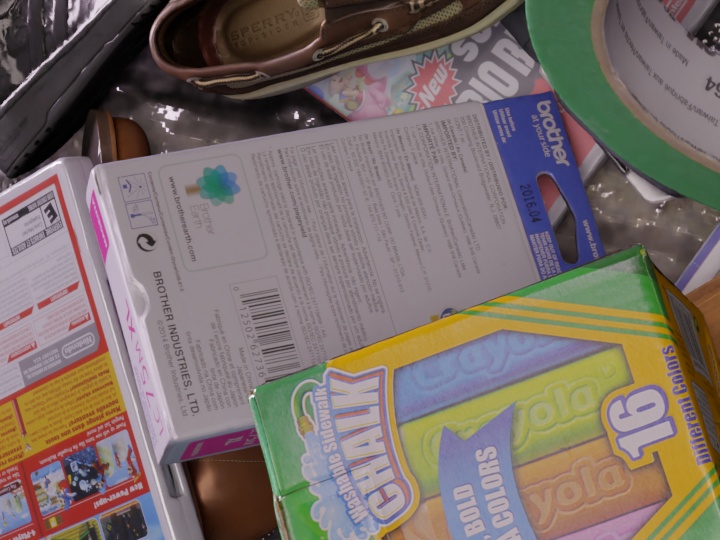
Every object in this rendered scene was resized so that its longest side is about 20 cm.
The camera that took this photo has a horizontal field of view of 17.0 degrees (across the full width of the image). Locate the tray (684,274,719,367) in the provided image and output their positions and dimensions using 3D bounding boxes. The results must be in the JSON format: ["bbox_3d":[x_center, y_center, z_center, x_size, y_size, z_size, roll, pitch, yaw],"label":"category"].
[{"bbox_3d":[0.100,0.085,0.951,0.200,0.037,0.099,-30,71,8],"label":"tray"}]

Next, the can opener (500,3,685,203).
[{"bbox_3d":[0.079,-0.113,0.988,0.053,0.067,0.200,-40,82,8],"label":"can opener"}]

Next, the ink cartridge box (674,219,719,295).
[{"bbox_3d":[0.223,0.045,0.988,0.200,0.039,0.100,37,97,9],"label":"ink cartridge box"}]

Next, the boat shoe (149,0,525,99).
[{"bbox_3d":[-0.001,-0.118,0.968,0.202,0.075,0.075,-27,77,33],"label":"boat shoe"}]

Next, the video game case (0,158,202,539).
[{"bbox_3d":[-0.135,0.070,1.025,0.143,0.017,0.201,-25,78,41],"label":"video game case"}]

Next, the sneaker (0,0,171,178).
[{"bbox_3d":[-0.144,-0.119,1.050,0.104,0.060,0.200,47,113,6],"label":"sneaker"}]

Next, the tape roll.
[{"bbox_3d":[0.160,-0.088,0.862,0.200,0.201,0.048,16,60,12],"label":"tape roll"}]

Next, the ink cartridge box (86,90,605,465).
[{"bbox_3d":[0.000,0.000,0.976,0.199,0.042,0.120,-12,71,-16],"label":"ink cartridge box"}]

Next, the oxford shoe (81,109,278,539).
[{"bbox_3d":[-0.077,0.024,1.048,0.071,0.071,0.201,-14,86,-16],"label":"oxford shoe"}]

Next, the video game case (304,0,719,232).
[{"bbox_3d":[0.037,-0.122,1.040,0.200,0.017,0.143,37,97,10],"label":"video game case"}]

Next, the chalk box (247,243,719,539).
[{"bbox_3d":[0.041,0.092,0.884,0.199,0.124,0.124,-22,72,13],"label":"chalk box"}]
